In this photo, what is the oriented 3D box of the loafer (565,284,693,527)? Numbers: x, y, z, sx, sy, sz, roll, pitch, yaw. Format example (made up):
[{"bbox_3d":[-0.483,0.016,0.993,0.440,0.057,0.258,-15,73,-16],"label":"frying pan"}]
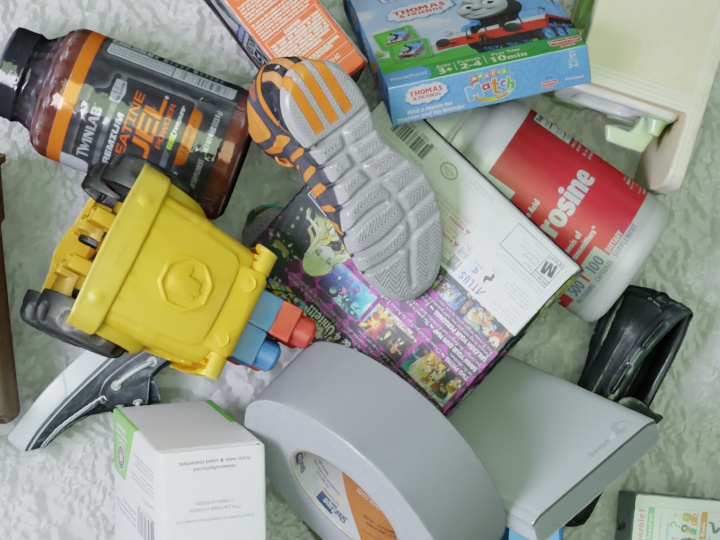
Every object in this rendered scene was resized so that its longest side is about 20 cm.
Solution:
[{"bbox_3d":[0.202,0.110,1.545,0.070,0.068,0.202,19,84,36],"label":"loafer"}]

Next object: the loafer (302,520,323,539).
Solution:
[{"bbox_3d":[0.009,0.267,1.537,0.069,0.075,0.201,-19,81,1],"label":"loafer"}]

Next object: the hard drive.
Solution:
[{"bbox_3d":[0.107,0.123,1.474,0.132,0.200,0.026,-36,126,-26],"label":"hard drive"}]

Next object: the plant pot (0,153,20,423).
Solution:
[{"bbox_3d":[-0.346,0.027,1.462,0.199,0.200,0.199,-10,98,-4],"label":"plant pot"}]

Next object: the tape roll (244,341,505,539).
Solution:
[{"bbox_3d":[0.009,0.147,1.419,0.200,0.200,0.066,47,66,-2],"label":"tape roll"}]

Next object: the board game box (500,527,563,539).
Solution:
[{"bbox_3d":[0.118,0.272,1.500,0.045,0.152,0.201,3,89,-5],"label":"board game box"}]

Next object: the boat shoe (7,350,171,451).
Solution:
[{"bbox_3d":[-0.183,0.082,1.527,0.200,0.072,0.068,-41,90,-11],"label":"boat shoe"}]

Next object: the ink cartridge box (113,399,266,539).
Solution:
[{"bbox_3d":[-0.129,0.212,1.464,0.084,0.145,0.201,-4,101,-20],"label":"ink cartridge box"}]

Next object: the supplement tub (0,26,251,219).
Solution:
[{"bbox_3d":[-0.183,-0.120,1.511,0.199,0.107,0.108,20,87,-3],"label":"supplement tub"}]

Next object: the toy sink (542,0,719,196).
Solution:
[{"bbox_3d":[0.213,-0.171,1.530,0.111,0.130,0.201,17,88,-3],"label":"toy sink"}]

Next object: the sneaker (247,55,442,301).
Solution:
[{"bbox_3d":[-0.013,-0.073,1.428,0.077,0.112,0.201,-33,111,-16],"label":"sneaker"}]

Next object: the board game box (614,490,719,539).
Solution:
[{"bbox_3d":[0.301,0.257,1.558,0.199,0.064,0.149,7,87,-5],"label":"board game box"}]

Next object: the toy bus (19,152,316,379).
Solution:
[{"bbox_3d":[-0.133,0.016,1.430,0.191,0.200,0.136,27,81,-17],"label":"toy bus"}]

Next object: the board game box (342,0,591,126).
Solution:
[{"bbox_3d":[0.075,-0.185,1.494,0.150,0.200,0.037,-13,123,-5],"label":"board game box"}]

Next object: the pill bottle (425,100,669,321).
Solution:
[{"bbox_3d":[0.131,-0.059,1.528,0.200,0.112,0.113,35,86,0],"label":"pill bottle"}]

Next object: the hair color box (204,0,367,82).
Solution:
[{"bbox_3d":[-0.082,-0.214,1.519,0.064,0.111,0.200,-37,91,-5],"label":"hair color box"}]

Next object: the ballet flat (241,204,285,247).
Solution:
[{"bbox_3d":[0.000,0.000,1.522,0.199,0.072,0.072,10,88,12],"label":"ballet flat"}]

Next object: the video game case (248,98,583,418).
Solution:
[{"bbox_3d":[0.035,-0.002,1.464,0.200,0.036,0.181,43,95,13],"label":"video game case"}]
